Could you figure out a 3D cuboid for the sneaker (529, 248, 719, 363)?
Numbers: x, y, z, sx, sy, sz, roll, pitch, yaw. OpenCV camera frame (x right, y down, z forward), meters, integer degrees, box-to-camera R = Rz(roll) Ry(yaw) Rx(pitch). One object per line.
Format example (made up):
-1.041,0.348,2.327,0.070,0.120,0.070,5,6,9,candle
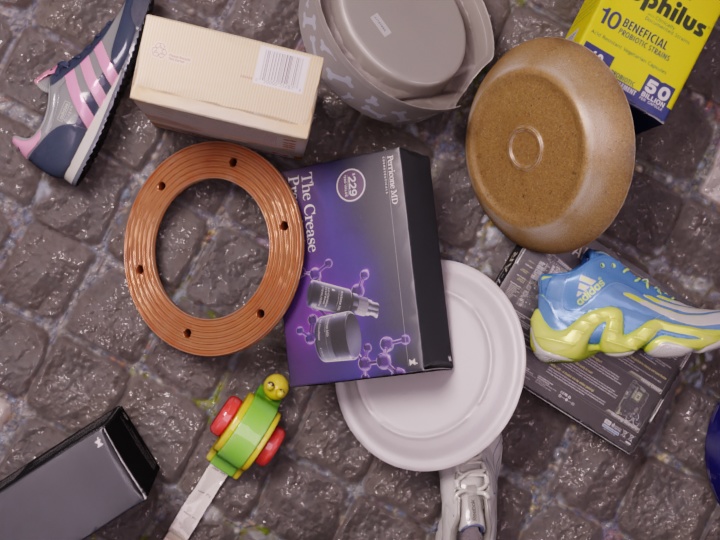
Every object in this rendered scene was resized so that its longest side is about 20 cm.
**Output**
0.256,0.029,1.139,0.198,0.076,0.106,-5,90,-4,sneaker

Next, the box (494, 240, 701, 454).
0.220,0.060,1.196,0.199,0.044,0.161,31,88,-4,box

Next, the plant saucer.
0.162,-0.114,1.125,0.035,0.199,0.203,-9,90,-42,plant saucer

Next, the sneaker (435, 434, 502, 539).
0.107,0.207,1.166,0.074,0.087,0.203,-3,89,-2,sneaker

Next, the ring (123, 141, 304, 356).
-0.138,-0.020,1.143,0.198,0.019,0.203,-2,86,26,ring

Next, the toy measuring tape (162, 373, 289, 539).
-0.129,0.185,1.157,0.073,0.074,0.201,34,87,-3,toy measuring tape

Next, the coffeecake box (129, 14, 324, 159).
-0.116,-0.159,1.094,0.152,0.200,0.074,12,89,-4,coffeecake box

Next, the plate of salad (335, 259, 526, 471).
0.067,0.090,1.158,0.198,0.048,0.202,-7,75,25,plate of salad

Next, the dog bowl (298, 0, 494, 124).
0.030,-0.227,1.132,0.198,0.059,0.202,14,62,-28,dog bowl

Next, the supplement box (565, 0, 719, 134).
0.276,-0.248,1.168,0.108,0.110,0.201,28,87,-4,supplement box

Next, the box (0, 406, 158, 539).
-0.290,0.216,1.102,0.199,0.141,0.079,-33,91,-3,box

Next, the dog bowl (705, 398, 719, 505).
0.446,0.183,1.195,0.198,0.079,0.203,0,90,-4,dog bowl

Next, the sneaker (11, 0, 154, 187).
-0.261,-0.186,1.148,0.081,0.070,0.202,24,87,-7,sneaker

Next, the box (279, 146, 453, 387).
0.000,0.000,1.127,0.140,0.079,0.202,-9,84,23,box
